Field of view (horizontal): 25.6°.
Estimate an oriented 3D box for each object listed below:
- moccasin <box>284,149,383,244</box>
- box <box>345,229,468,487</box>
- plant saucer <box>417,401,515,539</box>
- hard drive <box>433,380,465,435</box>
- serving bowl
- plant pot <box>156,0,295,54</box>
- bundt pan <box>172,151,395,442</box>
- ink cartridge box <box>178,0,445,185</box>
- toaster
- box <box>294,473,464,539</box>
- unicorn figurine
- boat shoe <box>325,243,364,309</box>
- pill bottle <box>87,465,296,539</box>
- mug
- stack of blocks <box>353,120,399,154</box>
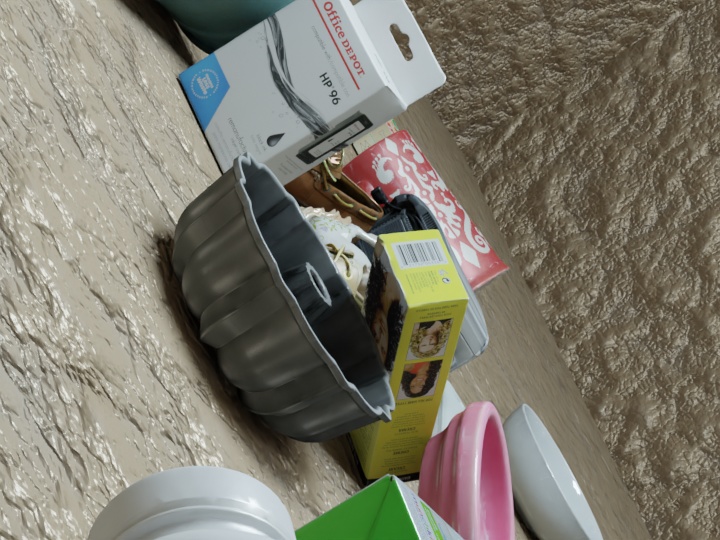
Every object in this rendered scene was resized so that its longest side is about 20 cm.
[{"bbox_3d":[-0.044,-0.100,1.517,0.202,0.077,0.074,49,14,-35],"label":"moccasin"},{"bbox_3d":[0.029,0.068,1.166,0.202,0.049,0.076,100,-24,-43],"label":"box"},{"bbox_3d":[0.078,0.199,1.170,0.200,0.050,0.204,-3,90,-77],"label":"plant saucer"},{"bbox_3d":[0.109,0.196,1.617,0.133,0.026,0.200,59,10,-9],"label":"hard drive"},{"bbox_3d":[0.215,0.261,1.875,0.201,0.065,0.200,57,10,-15],"label":"serving bowl"},{"bbox_3d":[-0.132,-0.302,1.370,0.202,0.199,0.196,63,17,18],"label":"plant pot"},{"bbox_3d":[-0.058,0.028,1.056,0.203,0.075,0.202,57,9,-14],"label":"bundt pan"},{"bbox_3d":[-0.041,-0.163,1.352,0.117,0.199,0.068,62,10,19],"label":"ink cartridge box"},{"bbox_3d":[0.051,0.019,1.591,0.130,0.113,0.201,58,6,-36],"label":"toaster"},{"bbox_3d":[0.049,0.246,0.900,0.177,0.096,0.201,49,14,-54],"label":"box"},{"bbox_3d":[0.000,0.000,1.429,0.199,0.075,0.137,29,4,41],"label":"unicorn figurine"},{"bbox_3d":[-0.027,0.012,1.305,0.201,0.066,0.074,55,10,-31],"label":"boat shoe"},{"bbox_3d":[-0.050,0.166,0.551,0.113,0.112,0.201,54,10,-34],"label":"pill bottle"},{"bbox_3d":[0.060,-0.049,1.796,0.201,0.133,0.177,58,7,5],"label":"mug"},{"bbox_3d":[0.017,-0.199,2.242,0.202,0.058,0.115,61,9,7],"label":"stack of blocks"}]
